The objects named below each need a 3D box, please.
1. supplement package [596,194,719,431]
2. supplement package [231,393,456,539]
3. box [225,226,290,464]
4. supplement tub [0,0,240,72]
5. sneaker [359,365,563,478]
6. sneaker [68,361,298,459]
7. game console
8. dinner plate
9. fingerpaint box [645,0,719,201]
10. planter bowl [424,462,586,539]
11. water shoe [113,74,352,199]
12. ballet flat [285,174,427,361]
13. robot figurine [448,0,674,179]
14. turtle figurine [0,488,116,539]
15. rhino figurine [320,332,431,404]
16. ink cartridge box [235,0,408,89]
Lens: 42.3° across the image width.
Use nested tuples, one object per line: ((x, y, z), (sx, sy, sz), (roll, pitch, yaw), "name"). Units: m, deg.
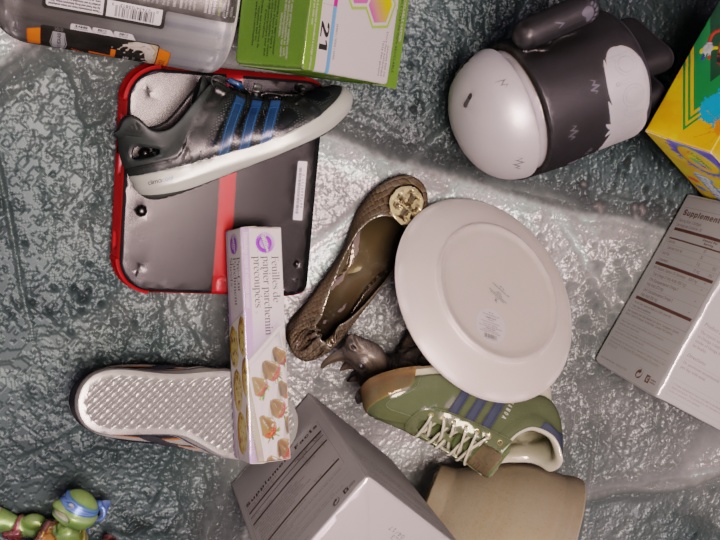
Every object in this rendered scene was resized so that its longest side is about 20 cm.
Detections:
((0.353, 0.043, 0.932), (0.117, 0.117, 0.200), (28, 93, -19), "supplement package")
((-0.019, 0.217, 0.816), (0.121, 0.200, 0.120), (41, 88, -19), "supplement package")
((-0.088, 0.063, 0.797), (0.039, 0.041, 0.200), (-2, 89, -29), "box")
((-0.196, -0.226, 0.710), (0.200, 0.123, 0.123), (7, 100, -17), "supplement tub")
((0.101, 0.141, 0.840), (0.200, 0.090, 0.067), (7, 139, -24), "sneaker")
((-0.156, 0.120, 0.822), (0.200, 0.079, 0.079), (16, 79, -27), "sneaker")
((-0.125, -0.076, 0.817), (0.177, 0.031, 0.200), (1, 102, -23), "game console")
((0.121, 0.021, 0.850), (0.200, 0.024, 0.200), (12, 64, -26), "dinner plate")
((0.371, -0.154, 0.877), (0.200, 0.073, 0.167), (25, 94, -48), "fingerpaint box")
((0.113, 0.265, 0.886), (0.135, 0.200, 0.200), (23, 95, 7), "planter bowl")
((-0.100, -0.126, 0.759), (0.200, 0.071, 0.079), (-26, 108, -15), "water shoe")
((0.000, 0.000, 0.856), (0.067, 0.046, 0.200), (37, 90, -21), "ballet flat")
((0.176, -0.160, 0.835), (0.200, 0.125, 0.150), (-22, 102, -11), "robot figurine")
((-0.311, 0.270, 0.776), (0.144, 0.200, 0.194), (25, 100, 15), "turtle figurine")
((0.060, 0.086, 0.883), (0.200, 0.060, 0.088), (-3, 121, -16), "rhino figurine")
((0.004, -0.225, 0.744), (0.200, 0.076, 0.148), (-4, 105, -50), "ink cartridge box")
